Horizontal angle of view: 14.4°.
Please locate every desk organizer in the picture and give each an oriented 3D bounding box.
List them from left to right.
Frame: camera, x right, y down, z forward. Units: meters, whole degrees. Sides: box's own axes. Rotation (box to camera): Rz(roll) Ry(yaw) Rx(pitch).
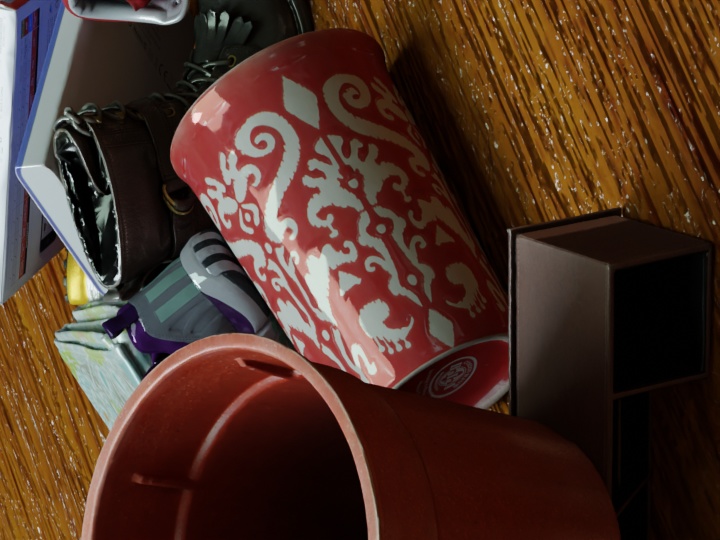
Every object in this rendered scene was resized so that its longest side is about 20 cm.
[{"bbox_3d":[0.123,0.078,1.405,0.077,0.071,0.201,20,115,53],"label":"desk organizer"}]

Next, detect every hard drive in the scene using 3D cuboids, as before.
[{"bbox_3d":[-0.148,-0.103,1.689,0.132,0.025,0.201,60,-147,-49],"label":"hard drive"}]

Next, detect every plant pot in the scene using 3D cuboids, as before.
[{"bbox_3d":[0.006,0.138,1.329,0.200,0.195,0.202,-9,78,45],"label":"plant pot"}]

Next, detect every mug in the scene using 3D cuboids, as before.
[{"bbox_3d":[0.008,-0.007,1.555,0.133,0.177,0.201,-36,65,9],"label":"mug"}]

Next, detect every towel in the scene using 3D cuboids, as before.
[{"bbox_3d":[-0.107,0.104,1.748,0.201,0.048,0.171,58,165,-10],"label":"towel"}]

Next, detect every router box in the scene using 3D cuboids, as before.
[{"bbox_3d":[-0.210,-0.104,1.821,0.049,0.180,0.201,13,115,14],"label":"router box"}]

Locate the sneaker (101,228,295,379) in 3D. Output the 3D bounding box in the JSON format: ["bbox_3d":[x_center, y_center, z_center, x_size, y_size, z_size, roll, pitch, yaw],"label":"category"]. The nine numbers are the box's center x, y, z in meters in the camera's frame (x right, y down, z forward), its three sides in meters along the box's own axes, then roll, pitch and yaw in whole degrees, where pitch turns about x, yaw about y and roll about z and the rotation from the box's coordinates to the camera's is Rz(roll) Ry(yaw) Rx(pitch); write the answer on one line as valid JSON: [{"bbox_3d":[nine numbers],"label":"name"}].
[{"bbox_3d":[-0.079,0.056,1.639,0.075,0.087,0.200,57,180,42],"label":"sneaker"}]

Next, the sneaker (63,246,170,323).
[{"bbox_3d":[-0.137,-0.059,1.821,0.082,0.078,0.201,3,98,32],"label":"sneaker"}]

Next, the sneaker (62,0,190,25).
[{"bbox_3d":[-0.092,-0.212,1.597,0.199,0.071,0.113,-31,43,22],"label":"sneaker"}]

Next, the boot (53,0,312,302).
[{"bbox_3d":[-0.105,-0.093,1.629,0.069,0.174,0.201,-10,93,44],"label":"boot"}]
